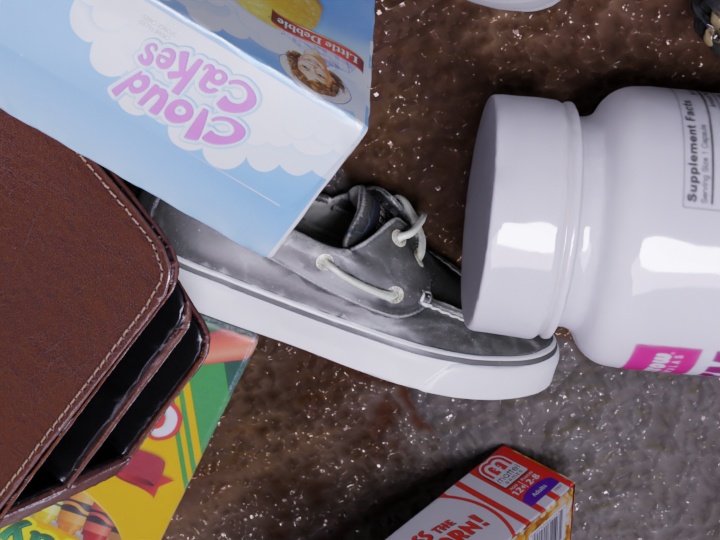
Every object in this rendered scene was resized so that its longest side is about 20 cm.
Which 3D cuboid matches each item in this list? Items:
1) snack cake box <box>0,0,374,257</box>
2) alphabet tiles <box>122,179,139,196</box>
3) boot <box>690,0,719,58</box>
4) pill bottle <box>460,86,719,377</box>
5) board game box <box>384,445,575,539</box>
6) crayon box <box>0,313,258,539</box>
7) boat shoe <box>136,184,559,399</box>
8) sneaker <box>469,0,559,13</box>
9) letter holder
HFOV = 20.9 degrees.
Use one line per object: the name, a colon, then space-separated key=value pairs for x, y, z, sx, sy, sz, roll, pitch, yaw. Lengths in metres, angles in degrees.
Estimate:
snack cake box: x=-0.094 y=-0.103 z=0.675 sx=0.200 sy=0.115 sz=0.067 roll=29 pitch=120 yaw=-18
alphabet tiles: x=-0.192 y=0.003 z=0.870 sx=0.167 sy=0.008 sz=0.200 roll=17 pitch=123 yaw=-10
boot: x=0.130 y=-0.140 z=0.724 sx=0.200 sy=0.078 sz=0.139 roll=18 pitch=128 yaw=-9
pill bottle: x=0.145 y=-0.013 z=0.779 sx=0.199 sy=0.113 sz=0.114 roll=6 pitch=124 yaw=-3
board game box: x=0.036 y=0.204 z=0.914 sx=0.046 sy=0.151 sz=0.200 roll=26 pitch=132 yaw=33
crayon box: x=-0.137 y=0.070 z=0.879 sx=0.127 sy=0.051 sz=0.200 roll=19 pitch=123 yaw=-11
boat shoe: x=0.000 y=0.000 z=0.821 sx=0.200 sy=0.071 sz=0.064 roll=17 pitch=112 yaw=-17
sneaker: x=0.045 y=-0.124 z=0.683 sx=0.075 sy=0.087 sz=0.200 roll=-23 pitch=158 yaw=10
letter holder: x=-0.147 y=-0.028 z=0.736 sx=0.200 sy=0.101 sz=0.142 roll=43 pitch=111 yaw=12
